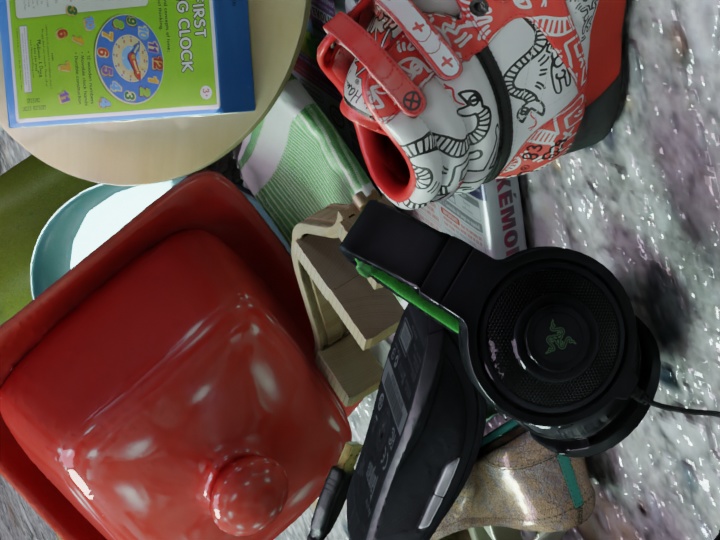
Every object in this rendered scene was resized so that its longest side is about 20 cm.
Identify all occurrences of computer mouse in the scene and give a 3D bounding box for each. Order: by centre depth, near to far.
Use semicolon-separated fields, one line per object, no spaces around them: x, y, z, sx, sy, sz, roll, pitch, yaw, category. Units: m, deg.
0.018;0.099;0.844;0.141;0.046;0.202;-118;43;-73;computer mouse

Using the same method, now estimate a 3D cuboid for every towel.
0.000;0.000;0.906;0.201;0.023;0.153;58;165;7;towel

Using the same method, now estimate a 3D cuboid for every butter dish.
-0.084;0.088;0.944;0.201;0.199;0.148;55;173;-36;butter dish

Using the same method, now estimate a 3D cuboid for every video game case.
0.014;-0.083;0.842;0.200;0.023;0.184;41;147;52;video game case

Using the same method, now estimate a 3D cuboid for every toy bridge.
-0.007;0.004;0.849;0.067;0.027;0.200;55;164;16;toy bridge

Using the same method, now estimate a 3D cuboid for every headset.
0.072;0.045;0.687;0.199;0.094;0.123;30;176;22;headset

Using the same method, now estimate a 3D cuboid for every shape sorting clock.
-0.114;-0.142;0.858;0.198;0.039;0.202;3;98;24;shape sorting clock

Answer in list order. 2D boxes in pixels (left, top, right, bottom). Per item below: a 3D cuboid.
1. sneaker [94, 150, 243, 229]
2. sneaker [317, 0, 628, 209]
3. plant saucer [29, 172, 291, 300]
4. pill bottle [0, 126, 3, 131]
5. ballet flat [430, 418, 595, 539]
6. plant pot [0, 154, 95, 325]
-0.121;-0.026;1.087;0.070;0.098;0.201;-73;-25;-50;sneaker
0.040;-0.111;0.623;0.067;0.107;0.203;48;152;41;sneaker
-0.098;0.017;1.052;0.028;0.198;0.201;-73;-18;-49;plant saucer
-0.225;-0.194;1.076;0.201;0.112;0.113;66;160;-7;pill bottle
0.061;0.120;0.878;0.068;0.068;0.200;61;160;6;ballet flat
-0.190;-0.002;1.194;0.201;0.192;0.201;51;154;37;plant pot
